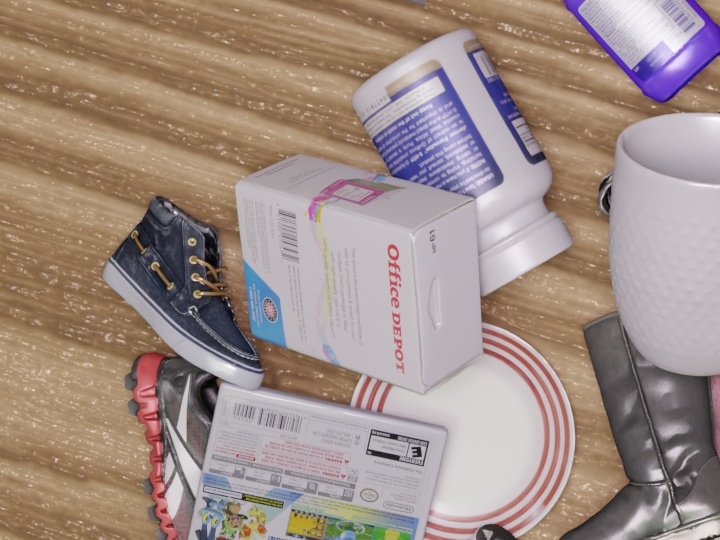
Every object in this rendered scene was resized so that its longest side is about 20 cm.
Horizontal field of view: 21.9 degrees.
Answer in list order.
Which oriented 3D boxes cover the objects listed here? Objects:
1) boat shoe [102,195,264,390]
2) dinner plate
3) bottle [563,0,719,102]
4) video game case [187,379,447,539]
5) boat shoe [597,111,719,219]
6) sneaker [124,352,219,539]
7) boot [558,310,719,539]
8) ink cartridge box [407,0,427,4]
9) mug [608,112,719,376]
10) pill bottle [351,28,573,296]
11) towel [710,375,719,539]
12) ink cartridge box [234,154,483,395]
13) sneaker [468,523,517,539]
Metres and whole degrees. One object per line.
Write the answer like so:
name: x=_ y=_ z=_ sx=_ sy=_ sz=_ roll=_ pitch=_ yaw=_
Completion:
boat shoe: x=-0.139 y=0.016 z=1.601 sx=0.200 sy=0.071 sz=0.091 roll=38 pitch=101 yaw=33
dinner plate: x=0.087 y=0.142 z=1.615 sx=0.199 sy=0.024 sz=0.201 roll=1 pitch=96 yaw=11
bottle: x=0.209 y=-0.233 z=1.536 sx=0.084 sy=0.065 sz=0.200 roll=-43 pitch=85 yaw=11
video game case: x=-0.041 y=0.201 z=1.603 sx=0.199 sy=0.022 sz=0.183 roll=12 pitch=100 yaw=-2
boat shoe: x=0.288 y=-0.090 z=1.531 sx=0.199 sy=0.064 sz=0.071 roll=-28 pitch=88 yaw=13
sneaker: x=-0.141 y=0.166 z=1.640 sx=0.097 sy=0.071 sz=0.202 roll=-10 pitch=91 yaw=14
boot: x=0.216 y=0.137 z=1.537 sx=0.181 sy=0.073 sz=0.201 roll=-17 pitch=79 yaw=3
ink cartridge box: x=-0.004 y=-0.331 z=1.532 sx=0.144 sy=0.147 sz=0.201 roll=14 pitch=97 yaw=11
mug: x=0.289 y=-0.020 z=1.463 sx=0.199 sy=0.148 sz=0.176 roll=-12 pitch=119 yaw=-25
pill bottle: x=0.089 y=-0.087 z=1.546 sx=0.119 sy=0.120 sz=0.201 roll=-30 pitch=88 yaw=13
towel: x=0.365 y=0.163 z=1.524 sx=0.199 sy=0.023 sz=0.145 roll=8 pitch=81 yaw=23
ink cartridge box: x=0.000 y=0.000 z=1.529 sx=0.199 sy=0.084 sz=0.145 roll=18 pitch=122 yaw=40
sneaker: x=0.132 y=0.320 z=1.608 sx=0.115 sy=0.076 sz=0.201 roll=-38 pitch=93 yaw=32
